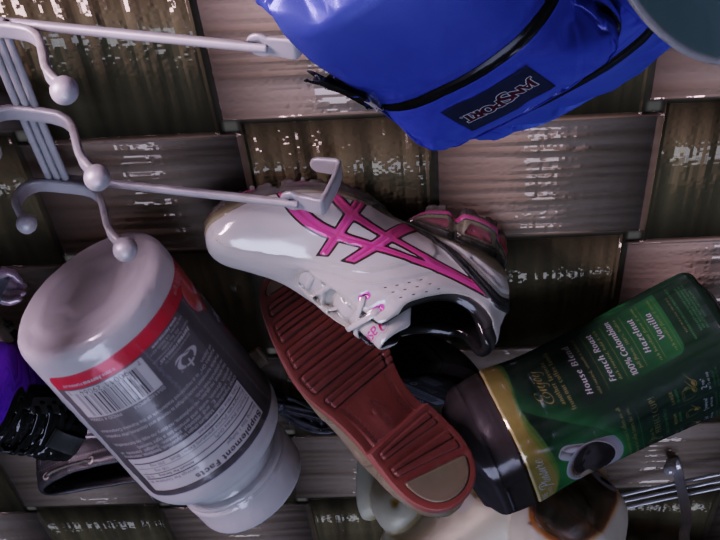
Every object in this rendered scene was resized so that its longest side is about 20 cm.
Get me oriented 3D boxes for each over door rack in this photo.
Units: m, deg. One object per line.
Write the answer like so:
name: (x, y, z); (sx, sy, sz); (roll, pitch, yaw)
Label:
over door rack: (0.277, 0.253, 1.099); (0.147, 0.202, 0.067); (-16, 167, 23)
over door rack: (-0.116, -0.074, 0.741); (0.198, 0.067, 0.148); (-3, 145, 4)

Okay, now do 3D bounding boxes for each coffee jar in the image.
coffee jar: (0.155, 0.087, 0.912); (0.199, 0.086, 0.104); (-26, 147, -1)

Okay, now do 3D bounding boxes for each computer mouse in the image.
computer mouse: (-0.015, 0.067, 0.973); (0.140, 0.046, 0.199); (24, 150, -36)

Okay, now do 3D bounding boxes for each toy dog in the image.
toy dog: (0.105, 0.190, 1.026); (0.199, 0.195, 0.140); (-13, 131, 28)

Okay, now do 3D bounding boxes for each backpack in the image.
backpack: (0.045, -0.139, 0.582); (0.162, 0.169, 0.199); (-21, 145, 36)

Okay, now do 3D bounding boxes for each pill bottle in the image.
pill bottle: (-0.123, 0.082, 0.884); (0.110, 0.111, 0.201); (-18, 127, 23)

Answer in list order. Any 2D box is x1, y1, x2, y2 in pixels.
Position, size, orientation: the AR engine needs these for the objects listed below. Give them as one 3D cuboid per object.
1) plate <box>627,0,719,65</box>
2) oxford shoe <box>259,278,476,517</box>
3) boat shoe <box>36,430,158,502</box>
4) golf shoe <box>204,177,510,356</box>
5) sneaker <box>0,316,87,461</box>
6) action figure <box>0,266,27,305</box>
plate: (0.153, -0.184, 0.535); (0.200, 0.201, 0.026); (33, 173, -38)
oxford shoe: (-0.002, 0.085, 0.890); (0.070, 0.201, 0.075); (-31, 161, -14)
boat shoe: (-0.163, 0.149, 1.053); (0.198, 0.067, 0.070); (-2, 155, 7)
golf shoe: (0.000, 0.000, 0.836); (0.198, 0.093, 0.073); (9, 145, -10)
sneaker: (-0.224, 0.089, 0.882); (0.099, 0.200, 0.070); (40, 94, -8)
action figure: (-0.274, -0.007, 0.735); (0.147, 0.201, 0.135); (-2, 131, 3)
